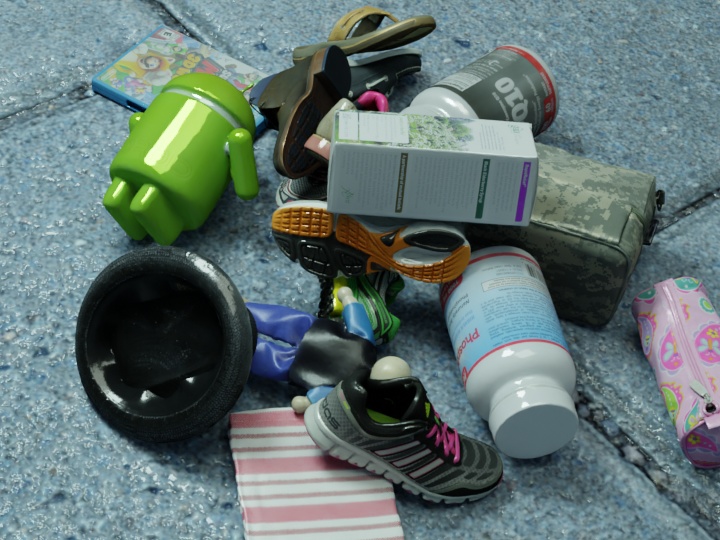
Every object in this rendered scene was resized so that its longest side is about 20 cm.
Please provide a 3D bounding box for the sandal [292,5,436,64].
[{"bbox_3d":[-0.004,-0.283,1.738,0.199,0.054,0.080,-5,7,39],"label":"sandal"}]

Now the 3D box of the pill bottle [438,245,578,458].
[{"bbox_3d":[0.148,0.080,1.435,0.108,0.109,0.201,-2,45,-12],"label":"pill bottle"}]

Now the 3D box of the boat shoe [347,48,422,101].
[{"bbox_3d":[0.001,-0.223,1.747,0.199,0.076,0.061,-17,89,-37],"label":"boat shoe"}]

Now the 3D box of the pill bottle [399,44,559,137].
[{"bbox_3d":[0.126,-0.171,1.677,0.114,0.114,0.200,37,51,25],"label":"pill bottle"}]

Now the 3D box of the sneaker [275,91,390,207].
[{"bbox_3d":[-0.031,-0.128,1.634,0.080,0.075,0.200,23,47,13],"label":"sneaker"}]

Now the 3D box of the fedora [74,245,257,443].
[{"bbox_3d":[-0.169,0.068,1.380,0.200,0.201,0.091,37,17,25],"label":"fedora"}]

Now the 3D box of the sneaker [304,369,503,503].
[{"bbox_3d":[0.052,0.148,1.342,0.199,0.088,0.074,23,38,-15],"label":"sneaker"}]

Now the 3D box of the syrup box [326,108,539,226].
[{"bbox_3d":[0.069,-0.100,1.425,0.199,0.082,0.079,5,31,-3],"label":"syrup box"}]

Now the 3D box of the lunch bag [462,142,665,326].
[{"bbox_3d":[0.213,-0.057,1.558,0.199,0.140,0.168,18,51,10],"label":"lunch bag"}]

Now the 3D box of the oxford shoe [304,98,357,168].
[{"bbox_3d":[0.019,-0.119,1.563,0.070,0.200,0.075,30,90,30],"label":"oxford shoe"}]

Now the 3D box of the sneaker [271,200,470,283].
[{"bbox_3d":[0.011,-0.038,1.472,0.199,0.076,0.092,10,26,0],"label":"sneaker"}]

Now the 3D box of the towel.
[{"bbox_3d":[-0.041,0.207,1.335,0.146,0.030,0.201,-1,46,-14],"label":"towel"}]

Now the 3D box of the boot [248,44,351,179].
[{"bbox_3d":[-0.079,-0.162,1.600,0.097,0.075,0.200,-12,37,31],"label":"boot"}]

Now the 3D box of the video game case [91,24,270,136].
[{"bbox_3d":[-0.195,-0.215,1.732,0.199,0.018,0.143,27,47,16],"label":"video game case"}]

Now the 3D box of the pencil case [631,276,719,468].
[{"bbox_3d":[0.335,0.098,1.465,0.087,0.088,0.201,0,45,-9],"label":"pencil case"}]

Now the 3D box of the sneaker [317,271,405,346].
[{"bbox_3d":[0.000,0.000,1.523,0.085,0.078,0.201,7,53,-12],"label":"sneaker"}]

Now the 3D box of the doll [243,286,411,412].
[{"bbox_3d":[-0.042,0.075,1.410,0.199,0.049,0.137,17,65,23],"label":"doll"}]

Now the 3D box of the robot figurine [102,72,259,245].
[{"bbox_3d":[-0.187,-0.125,1.552,0.175,0.116,0.200,10,61,38],"label":"robot figurine"}]
